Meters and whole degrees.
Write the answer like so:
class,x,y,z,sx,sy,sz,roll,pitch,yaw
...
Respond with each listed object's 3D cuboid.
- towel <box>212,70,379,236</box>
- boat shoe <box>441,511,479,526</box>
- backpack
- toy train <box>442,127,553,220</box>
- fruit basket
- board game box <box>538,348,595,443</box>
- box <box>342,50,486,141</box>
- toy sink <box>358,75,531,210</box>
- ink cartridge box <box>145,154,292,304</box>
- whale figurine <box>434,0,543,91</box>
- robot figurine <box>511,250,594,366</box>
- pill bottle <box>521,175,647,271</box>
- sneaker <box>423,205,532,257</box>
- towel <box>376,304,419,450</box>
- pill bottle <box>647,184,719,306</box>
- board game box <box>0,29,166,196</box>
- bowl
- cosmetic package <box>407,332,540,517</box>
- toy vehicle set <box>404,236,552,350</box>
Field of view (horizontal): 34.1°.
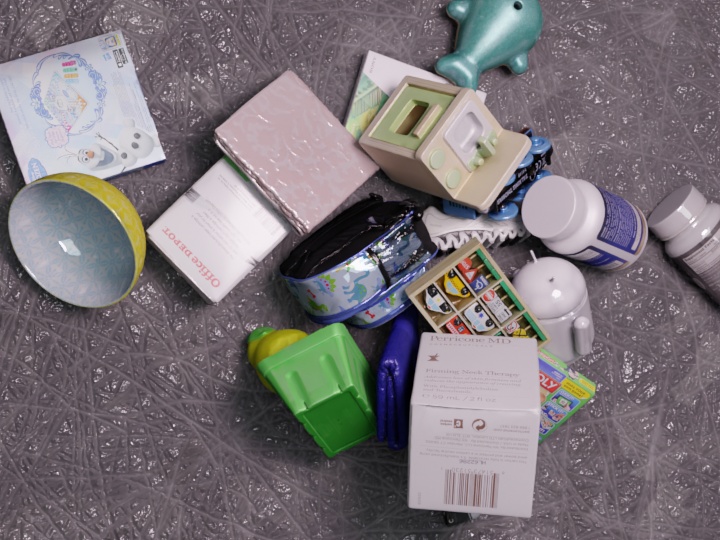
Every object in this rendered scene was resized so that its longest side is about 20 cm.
class,x,y,z,sx,sy,sz,roll,pitch,yaw
towel,-0.091,-0.171,1.694,0.200,0.032,0.191,48,52,-5
boat shoe,0.118,0.293,1.748,0.057,0.069,0.200,-27,103,-7
backpack,0.000,0.000,1.691,0.200,0.183,0.147,-34,107,-15
toy train,0.209,-0.147,1.769,0.200,0.114,0.087,-42,135,-39
fruit basket,-0.071,0.143,1.675,0.155,0.216,0.216,-27,93,2
board game box,0.233,0.164,1.769,0.200,0.135,0.029,34,36,-9
box,0.081,-0.236,1.801,0.200,0.036,0.144,18,82,-10
toy sink,0.118,-0.186,1.675,0.130,0.200,0.112,-54,133,-10
ink cartridge box,-0.194,-0.069,1.700,0.200,0.084,0.146,-45,97,-13
whale figurine,0.199,-0.360,1.794,0.159,0.104,0.200,42,68,-7
robot figurine,0.287,0.060,1.763,0.113,0.170,0.200,-34,133,-16
pill bottle,0.336,-0.072,1.765,0.200,0.116,0.116,17,81,-46
sneaker,0.187,-0.073,1.800,0.200,0.075,0.081,-8,79,-14
towel,0.053,0.148,1.678,0.050,0.200,0.148,-3,111,11
pill bottle,0.556,-0.035,1.859,0.200,0.114,0.114,44,78,-7
board game box,-0.406,-0.220,1.682,0.199,0.043,0.200,-19,91,-14
bowl,-0.375,-0.058,1.635,0.200,0.200,0.108,45,35,-7
cosmetic package,0.153,0.203,1.580,0.167,0.200,0.166,3,114,6
toy vehicle set,0.169,0.063,1.662,0.124,0.027,0.200,-38,116,4
